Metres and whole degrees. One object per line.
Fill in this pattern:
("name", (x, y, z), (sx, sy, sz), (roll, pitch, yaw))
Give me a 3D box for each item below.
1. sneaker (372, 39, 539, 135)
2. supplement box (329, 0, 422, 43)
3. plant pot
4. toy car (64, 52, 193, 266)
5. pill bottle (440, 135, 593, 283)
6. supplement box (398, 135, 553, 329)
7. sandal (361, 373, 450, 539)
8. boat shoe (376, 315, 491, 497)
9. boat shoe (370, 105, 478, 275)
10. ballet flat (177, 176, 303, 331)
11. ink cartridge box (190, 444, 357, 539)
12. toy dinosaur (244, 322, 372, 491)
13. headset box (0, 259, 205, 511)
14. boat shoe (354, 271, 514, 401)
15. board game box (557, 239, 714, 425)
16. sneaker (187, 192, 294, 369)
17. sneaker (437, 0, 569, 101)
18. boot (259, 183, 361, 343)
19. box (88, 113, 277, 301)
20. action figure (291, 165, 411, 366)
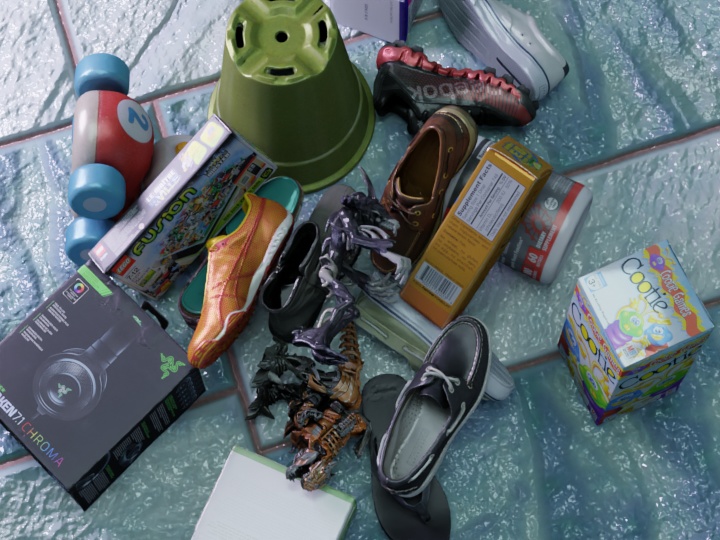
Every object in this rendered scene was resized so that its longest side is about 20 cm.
("sneaker", (0.102, -0.190, 1.730), (0.198, 0.071, 0.099), (18, 69, 10))
("supplement box", (0.042, -0.388, 1.793), (0.102, 0.101, 0.202), (20, 69, 9))
("plant pot", (-0.081, -0.216, 1.679), (0.197, 0.190, 0.203), (0, 68, 0))
("toy car", (-0.220, -0.116, 1.664), (0.197, 0.178, 0.186), (3, 56, -11))
("pill bottle", (0.145, -0.077, 1.661), (0.198, 0.116, 0.117), (26, 71, 11))
("supplement box", (0.120, -0.039, 1.582), (0.069, 0.066, 0.201), (37, 115, 9))
("sandal", (0.041, 0.204, 1.590), (0.075, 0.043, 0.202), (-16, 69, -5))
("boat shoe", (0.074, 0.135, 1.549), (0.073, 0.060, 0.201), (28, 83, 19))
("boat shoe", (0.054, -0.081, 1.598), (0.072, 0.202, 0.067), (34, 28, 17))
("ballet flat", (-0.130, -0.014, 1.664), (0.069, 0.071, 0.201), (28, 72, 18))
("ink cartridge box", (-0.106, 0.299, 1.552), (0.144, 0.048, 0.202), (22, 71, 9))
("toy dinosaur", (-0.047, 0.138, 1.600), (0.134, 0.103, 0.201), (19, 33, 3))
("headset box", (-0.284, 0.116, 1.603), (0.174, 0.093, 0.200), (43, 74, 15))
("boat shoe", (0.077, 0.081, 1.635), (0.199, 0.072, 0.062), (39, 108, 14))
("board game box", (0.278, 0.068, 1.556), (0.102, 0.200, 0.106), (-22, 69, -8))
("sneaker", (-0.139, 0.012, 1.587), (0.076, 0.073, 0.202), (24, 65, 1))
("sneaker", (0.165, -0.284, 1.775), (0.070, 0.073, 0.201), (-31, 77, -27))
("boot", (-0.046, -0.023, 1.634), (0.067, 0.131, 0.202), (22, 70, 9))
("box", (-0.188, -0.064, 1.611), (0.200, 0.110, 0.035), (-47, 61, 5))
("action figure", (0.000, 0.000, 1.563), (0.101, 0.119, 0.202), (19, 77, 4))
